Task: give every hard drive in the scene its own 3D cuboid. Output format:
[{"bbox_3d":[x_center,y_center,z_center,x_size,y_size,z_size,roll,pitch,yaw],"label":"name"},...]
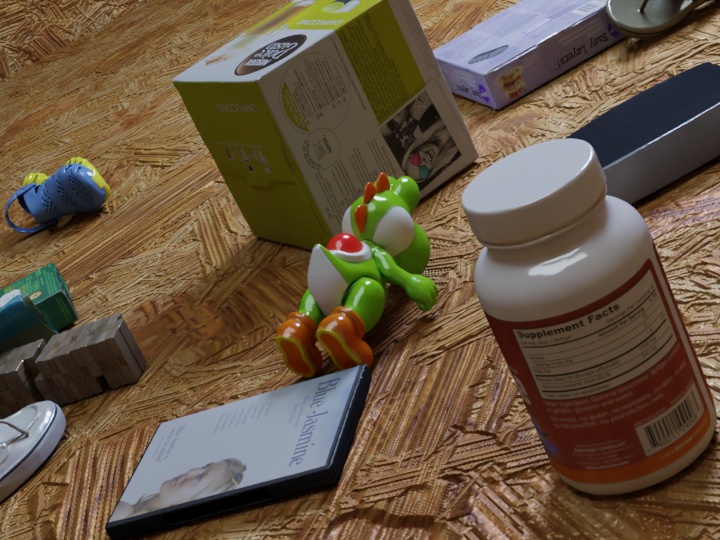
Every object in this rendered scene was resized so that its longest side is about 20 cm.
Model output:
[{"bbox_3d":[0.267,-0.122,1.254,0.199,0.043,0.135,-29,23,-8],"label":"hard drive"}]

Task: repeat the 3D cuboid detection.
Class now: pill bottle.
[{"bbox_3d":[0.137,0.027,0.859,0.112,0.201,0.112,-22,22,9],"label":"pill bottle"}]

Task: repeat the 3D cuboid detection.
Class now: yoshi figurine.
[{"bbox_3d":[0.010,0.010,1.215,0.201,0.112,0.112,-62,-1,-34],"label":"yoshi figurine"}]

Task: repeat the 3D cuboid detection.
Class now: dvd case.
[{"bbox_3d":[-0.093,0.141,1.100,0.199,0.018,0.143,-17,23,20],"label":"dvd case"}]

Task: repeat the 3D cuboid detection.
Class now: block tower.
[{"bbox_3d":[-0.307,0.101,1.374,0.199,0.058,0.054,-17,24,18],"label":"block tower"}]

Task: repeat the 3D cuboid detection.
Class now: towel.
[{"bbox_3d":[-0.411,0.096,1.441,0.199,0.022,0.147,-30,-15,-9],"label":"towel"}]

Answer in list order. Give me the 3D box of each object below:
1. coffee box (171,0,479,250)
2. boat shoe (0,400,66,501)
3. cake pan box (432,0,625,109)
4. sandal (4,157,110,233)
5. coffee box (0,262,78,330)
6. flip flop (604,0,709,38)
[{"bbox_3d":[-0.039,-0.158,1.457,0.197,0.201,0.199,-36,24,-22],"label":"coffee box"},{"bbox_3d":[-0.350,0.163,1.241,0.074,0.086,0.202,-2,33,45],"label":"boat shoe"},{"bbox_3d":[0.196,-0.267,1.641,0.199,0.053,0.184,-31,25,-11],"label":"cake pan box"},{"bbox_3d":[-0.414,-0.094,1.902,0.199,0.080,0.087,-15,27,46],"label":"sandal"},{"bbox_3d":[-0.419,0.069,1.579,0.199,0.044,0.123,-29,22,-8],"label":"coffee box"},{"bbox_3d":[0.358,-0.319,1.535,0.199,0.058,0.081,-22,59,-1],"label":"flip flop"}]
